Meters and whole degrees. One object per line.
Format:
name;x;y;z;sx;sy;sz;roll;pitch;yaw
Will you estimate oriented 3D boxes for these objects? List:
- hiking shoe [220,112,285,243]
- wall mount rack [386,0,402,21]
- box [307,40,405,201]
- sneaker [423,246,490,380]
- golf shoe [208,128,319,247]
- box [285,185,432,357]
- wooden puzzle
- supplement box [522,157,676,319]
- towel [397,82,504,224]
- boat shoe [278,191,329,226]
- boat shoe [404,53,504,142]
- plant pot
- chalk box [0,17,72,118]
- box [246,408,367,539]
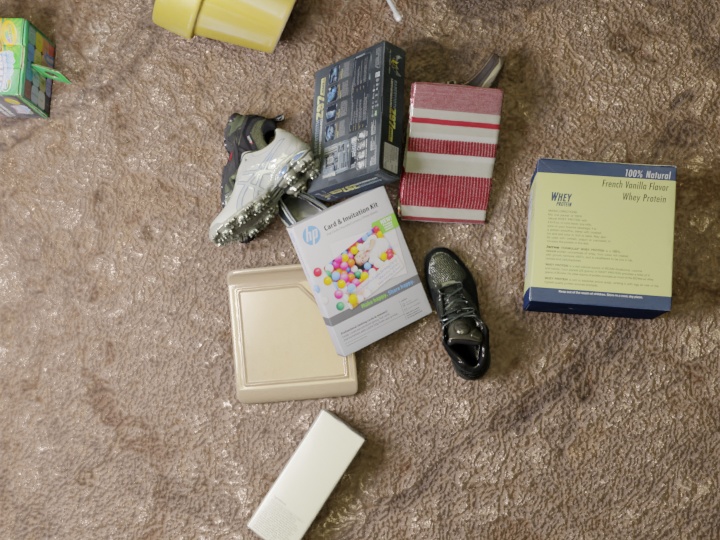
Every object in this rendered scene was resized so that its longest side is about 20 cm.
hiking shoe;-0.156;-0.143;1.595;0.099;0.076;0.204;-2;81;7
wall mount rack;0.081;-0.472;1.624;0.197;0.075;0.176;-23;81;2
box;-0.007;-0.216;1.552;0.156;0.051;0.204;-14;67;44
sneaker;0.142;0.056;1.528;0.075;0.114;0.203;-13;79;0
golf shoe;-0.155;-0.122;1.543;0.199;0.078;0.097;-41;69;-7
box;0.000;0.000;1.532;0.154;0.041;0.203;-24;98;-18
wooden puzzle;-0.100;0.092;1.571;0.181;0.037;0.204;-5;94;4
supplement box;0.339;-0.043;1.515;0.196;0.134;0.204;4;83;5
towel;0.132;-0.171;1.553;0.141;0.023;0.204;3;106;-15
boat shoe;-0.045;-0.054;1.581;0.200;0.062;0.075;44;83;7
boat shoe;0.140;-0.253;1.590;0.073;0.075;0.201;38;85;8
plant pot;-0.189;-0.427;1.590;0.186;0.201;0.204;24;84;-9
chalk box;-0.547;-0.311;1.625;0.196;0.124;0.126;1;82;3
box;-0.076;0.306;1.531;0.082;0.068;0.201;34;85;8
